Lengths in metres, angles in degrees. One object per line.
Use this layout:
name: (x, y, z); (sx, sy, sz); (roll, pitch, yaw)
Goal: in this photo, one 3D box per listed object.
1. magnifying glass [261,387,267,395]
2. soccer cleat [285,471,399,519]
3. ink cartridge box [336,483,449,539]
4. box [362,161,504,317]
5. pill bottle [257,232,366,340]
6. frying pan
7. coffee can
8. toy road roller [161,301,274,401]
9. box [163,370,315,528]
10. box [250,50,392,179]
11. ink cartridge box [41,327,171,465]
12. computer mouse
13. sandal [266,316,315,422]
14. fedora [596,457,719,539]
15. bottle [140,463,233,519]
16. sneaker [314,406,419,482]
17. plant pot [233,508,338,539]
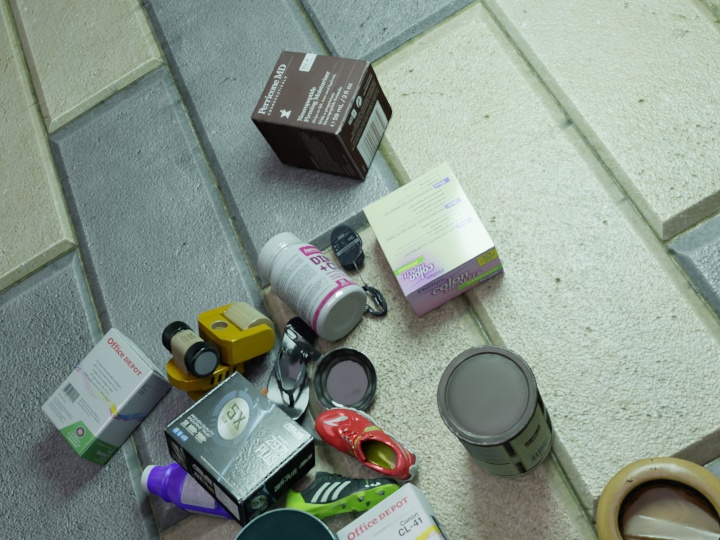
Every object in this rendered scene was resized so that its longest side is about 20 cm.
magnifying glass: (-0.203, 0.248, 1.568); (0.199, 0.022, 0.080); (-35, 58, 4)
soccer cleat: (-0.034, 0.359, 1.426); (0.197, 0.068, 0.082); (-18, 47, 12)
ink cartridge box: (0.074, 0.451, 1.326); (0.147, 0.086, 0.201); (-34, 60, 2)
box: (0.127, -0.055, 1.546); (0.174, 0.097, 0.202); (-29, 58, 5)
pill bottle: (-0.091, 0.024, 1.578); (0.113, 0.114, 0.200); (-46, 59, -6)
frying pan: (-0.060, 0.180, 1.515); (0.187, 0.031, 0.117); (17, 85, 13)
coffee can: (0.207, 0.217, 1.322); (0.144, 0.200, 0.149); (-8, 62, 16)
toy road roller: (-0.254, 0.158, 1.581); (0.198, 0.148, 0.122); (-21, 34, -32)
box: (-0.198, 0.292, 1.450); (0.199, 0.087, 0.163); (35, 55, 29)
box: (-0.071, -0.300, 1.698); (0.197, 0.164, 0.168); (14, 70, 25)
ink cartridge box: (-0.470, 0.233, 1.634); (0.144, 0.084, 0.200); (37, 82, 30)
computer mouse: (0.000, 0.000, 1.609); (0.058, 0.034, 0.202); (-32, 65, 13)
sandal: (-0.123, 0.169, 1.540); (0.075, 0.043, 0.203); (4, 60, 1)
fedora: (0.436, 0.363, 1.236); (0.198, 0.082, 0.203); (-12, 60, 21)
bottle: (-0.283, 0.372, 1.508); (0.197, 0.065, 0.085); (3, 61, 22)
sneaker: (0.004, 0.276, 1.429); (0.198, 0.085, 0.078); (21, 85, 27)
plant pot: (-0.098, 0.481, 1.345); (0.197, 0.135, 0.203); (-8, 62, 16)
